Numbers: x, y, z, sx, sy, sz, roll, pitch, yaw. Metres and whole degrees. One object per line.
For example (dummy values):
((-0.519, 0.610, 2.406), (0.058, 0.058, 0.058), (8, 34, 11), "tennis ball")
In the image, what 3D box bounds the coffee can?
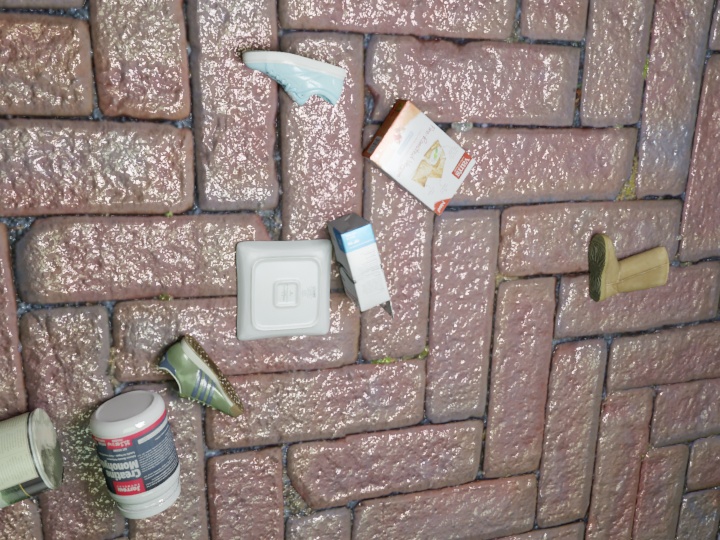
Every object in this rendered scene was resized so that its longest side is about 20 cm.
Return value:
((-0.654, 0.350, 1.171), (0.195, 0.146, 0.150), (-18, 110, -13), "coffee can")

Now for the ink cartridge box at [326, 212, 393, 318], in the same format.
((0.000, 0.000, 1.313), (0.066, 0.116, 0.205), (-19, 110, -11), "ink cartridge box")

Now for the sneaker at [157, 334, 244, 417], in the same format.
((-0.319, 0.226, 1.300), (0.089, 0.067, 0.202), (-32, 113, 1), "sneaker")

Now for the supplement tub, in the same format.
((-0.423, 0.347, 1.253), (0.137, 0.140, 0.206), (-13, 109, -14), "supplement tub")

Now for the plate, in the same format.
((-0.150, 0.042, 1.320), (0.194, 0.032, 0.206), (-2, 105, -19), "plate")

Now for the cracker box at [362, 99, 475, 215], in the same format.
((0.119, -0.225, 1.323), (0.198, 0.058, 0.135), (34, 93, -24), "cracker box")

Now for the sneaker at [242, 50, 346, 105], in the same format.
((-0.121, -0.346, 1.199), (0.195, 0.074, 0.084), (7, 100, -19), "sneaker")

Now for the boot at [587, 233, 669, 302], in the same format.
((0.636, -0.024, 1.556), (0.195, 0.066, 0.179), (-14, 121, -14), "boot")
